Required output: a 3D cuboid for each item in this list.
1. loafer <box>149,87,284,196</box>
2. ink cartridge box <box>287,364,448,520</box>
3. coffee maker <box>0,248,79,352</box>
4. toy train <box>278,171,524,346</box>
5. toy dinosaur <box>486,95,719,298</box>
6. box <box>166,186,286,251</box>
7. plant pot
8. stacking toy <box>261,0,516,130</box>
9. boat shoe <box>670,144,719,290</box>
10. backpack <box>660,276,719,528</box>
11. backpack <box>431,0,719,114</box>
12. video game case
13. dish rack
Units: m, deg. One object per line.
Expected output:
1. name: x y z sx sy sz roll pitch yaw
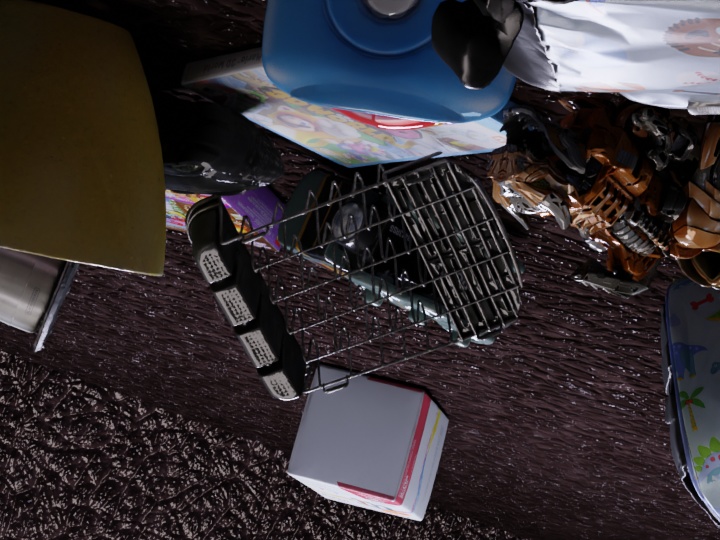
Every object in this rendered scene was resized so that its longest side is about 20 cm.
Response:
1. loafer: -0.123 -0.081 1.136 0.070 0.068 0.200 28 172 -35
2. ink cartridge box: 0.014 0.221 2.151 0.145 0.145 0.200 12 168 16
3. coffee maker: -0.346 -0.030 1.500 0.200 0.135 0.192 23 178 -8
4. toy train: 0.033 -0.009 1.249 0.114 0.085 0.200 21 176 44
5. toy dinosaur: 0.137 -0.052 0.788 0.102 0.136 0.200 3 173 31
6. box: -0.170 -0.070 1.348 0.199 0.039 0.137 12 166 20
7. plant pot: -0.202 -0.086 1.033 0.199 0.142 0.200 13 180 0
8. stacking toy: 0.036 -0.110 0.814 0.116 0.110 0.200 10 178 14
9. boat shoe: 0.216 -0.019 1.014 0.200 0.068 0.072 20 165 -23
10. backpack: 0.282 0.081 1.137 0.147 0.184 0.200 -15 156 22
11. backpack: 0.126 -0.124 0.421 0.190 0.201 0.154 3 168 24
12. video game case: -0.002 -0.102 1.043 0.143 0.018 0.200 25 165 -33
13. dish rack: 0.000 0.000 1.117 0.200 0.055 0.154 -19 123 12
